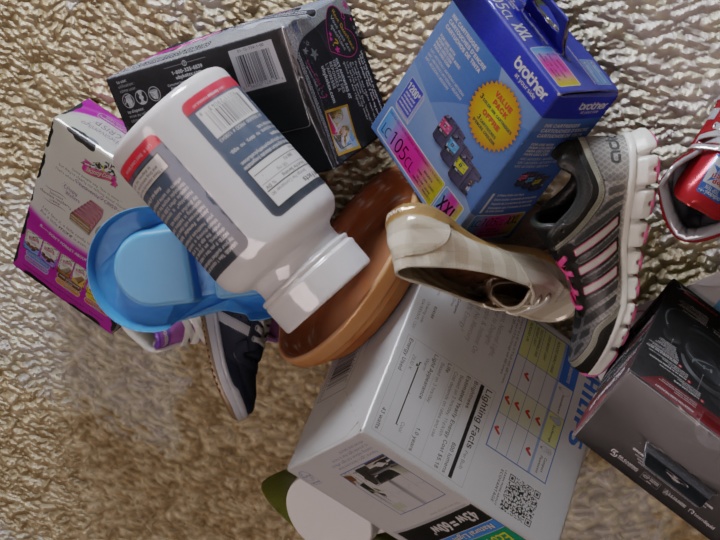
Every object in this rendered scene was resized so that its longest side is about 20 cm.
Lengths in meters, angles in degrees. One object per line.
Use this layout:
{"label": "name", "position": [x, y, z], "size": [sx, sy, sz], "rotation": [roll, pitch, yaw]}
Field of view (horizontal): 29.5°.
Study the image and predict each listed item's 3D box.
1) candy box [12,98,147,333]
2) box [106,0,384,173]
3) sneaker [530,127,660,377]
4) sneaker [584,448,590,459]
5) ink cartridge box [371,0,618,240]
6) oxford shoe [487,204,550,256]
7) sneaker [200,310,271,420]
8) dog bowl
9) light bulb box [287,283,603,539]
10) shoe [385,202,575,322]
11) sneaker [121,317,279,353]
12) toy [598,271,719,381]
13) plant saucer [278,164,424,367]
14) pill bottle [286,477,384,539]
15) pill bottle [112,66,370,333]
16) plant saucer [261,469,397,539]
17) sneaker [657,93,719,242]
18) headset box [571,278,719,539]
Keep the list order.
{"label": "candy box", "position": [-0.262, -0.053, 1.380], "size": [0.136, 0.061, 0.200], "rotation": [34, 128, 9]}
{"label": "box", "position": [-0.097, -0.149, 1.199], "size": [0.200, 0.115, 0.132], "rotation": [-10, 109, 33]}
{"label": "sneaker", "position": [0.172, -0.016, 1.060], "size": [0.087, 0.074, 0.200], "rotation": [6, 109, -1]}
{"label": "sneaker", "position": [0.145, 0.205, 1.275], "size": [0.074, 0.087, 0.200], "rotation": [31, 129, 2]}
{"label": "ink cartridge box", "position": [0.110, -0.138, 1.082], "size": [0.137, 0.076, 0.200], "rotation": [57, 132, 26]}
{"label": "oxford shoe", "position": [0.118, -0.035, 1.170], "size": [0.200, 0.071, 0.073], "rotation": [-17, 102, 36]}
{"label": "sneaker", "position": [-0.094, 0.033, 1.274], "size": [0.108, 0.070, 0.200], "rotation": [-12, 75, -3]}
{"label": "dog bowl", "position": [-0.139, -0.010, 1.210], "size": [0.200, 0.050, 0.112], "rotation": [-7, 99, 3]}
{"label": "light bulb box", "position": [0.078, 0.124, 1.155], "size": [0.200, 0.198, 0.125], "rotation": [35, 144, -16]}
{"label": "shoe", "position": [0.100, 0.008, 1.091], "size": [0.200, 0.053, 0.070], "rotation": [23, 137, -31]}
{"label": "sneaker", "position": [-0.143, 0.053, 1.339], "size": [0.200, 0.114, 0.073], "rotation": [5, 117, 26]}
{"label": "toy", "position": [0.294, 0.058, 1.135], "size": [0.200, 0.047, 0.115], "rotation": [-25, 98, 32]}
{"label": "plant saucer", "position": [0.000, 0.000, 1.184], "size": [0.037, 0.200, 0.200], "rotation": [33, 131, -19]}
{"label": "pill bottle", "position": [0.016, 0.169, 1.256], "size": [0.112, 0.200, 0.112], "rotation": [14, 122, 23]}
{"label": "pill bottle", "position": [-0.091, -0.052, 1.097], "size": [0.200, 0.120, 0.120], "rotation": [49, 129, 0]}
{"label": "plant saucer", "position": [-0.002, 0.244, 1.335], "size": [0.200, 0.200, 0.031], "rotation": [30, 95, 12]}
{"label": "sneaker", "position": [0.282, -0.108, 1.006], "size": [0.071, 0.112, 0.200], "rotation": [27, 126, 14]}
{"label": "headset box", "position": [0.256, 0.110, 1.028], "size": [0.149, 0.200, 0.077], "rotation": [37, 122, 5]}
